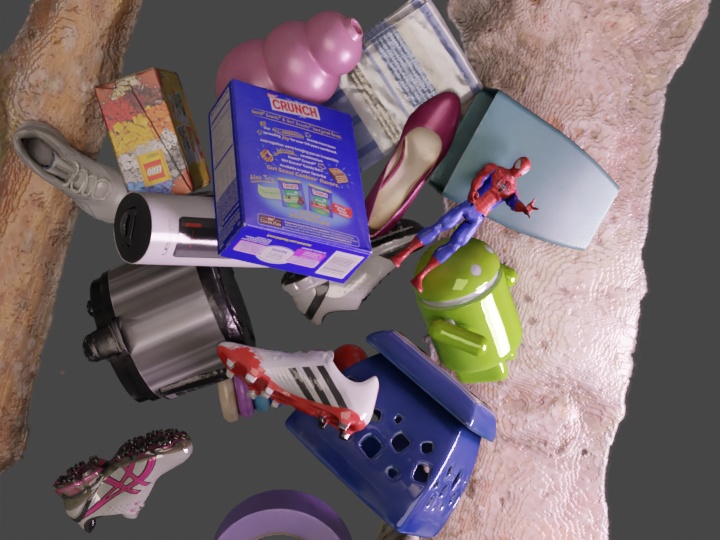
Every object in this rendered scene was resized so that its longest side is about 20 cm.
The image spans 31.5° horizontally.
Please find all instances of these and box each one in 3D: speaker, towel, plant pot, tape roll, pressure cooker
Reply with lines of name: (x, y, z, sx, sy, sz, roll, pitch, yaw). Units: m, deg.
speaker: (-0.182, -0.045, 1.465, 0.198, 0.081, 0.082, 2, 100, -44)
towel: (0.040, -0.238, 1.617, 0.199, 0.024, 0.148, -33, 97, 14)
plant pot: (0.209, -0.116, 1.591, 0.198, 0.141, 0.142, 29, 97, -9)
tape roll: (-0.104, 0.398, 1.680, 0.197, 0.085, 0.203, 0, 97, 1)
pressure cooker: (-0.245, 0.064, 1.576, 0.198, 0.180, 0.177, -22, 136, 2)
plant pot: (0.053, 0.196, 1.579, 0.199, 0.200, 0.180, 38, 89, 20)

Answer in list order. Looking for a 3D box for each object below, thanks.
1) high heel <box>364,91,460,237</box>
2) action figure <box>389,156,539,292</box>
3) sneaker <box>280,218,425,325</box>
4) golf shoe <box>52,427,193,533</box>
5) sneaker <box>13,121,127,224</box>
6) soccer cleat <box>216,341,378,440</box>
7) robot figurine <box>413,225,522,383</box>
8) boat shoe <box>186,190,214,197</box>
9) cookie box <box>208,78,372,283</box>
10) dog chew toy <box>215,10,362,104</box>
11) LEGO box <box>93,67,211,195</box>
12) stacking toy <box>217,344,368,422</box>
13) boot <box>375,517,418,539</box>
high heel: (0.061, -0.129, 1.584, 0.067, 0.096, 0.200, 37, 110, -11)
action figure: (0.129, -0.057, 1.478, 0.200, 0.099, 0.065, -44, 104, 1)
sneaker: (0.000, 0.000, 1.644, 0.198, 0.074, 0.081, -25, 111, 8)
golf shoe: (-0.299, 0.273, 1.674, 0.198, 0.073, 0.093, -25, 103, 13)
sneaker: (-0.358, -0.116, 1.612, 0.198, 0.087, 0.075, 30, 95, -5)
soccer cleat: (-0.072, 0.122, 1.493, 0.198, 0.069, 0.086, 25, 65, 9)
robot figurine: (0.134, 0.045, 1.603, 0.114, 0.176, 0.202, -5, 121, 29)
boat shoe: (-0.158, -0.064, 1.626, 0.197, 0.071, 0.073, 0, 98, 1)
cookie box: (-0.083, -0.102, 1.472, 0.169, 0.075, 0.202, 13, 54, -30)
dog chew toy: (-0.082, -0.246, 1.557, 0.199, 0.125, 0.125, -29, 97, 27)
LEGO box: (-0.248, -0.161, 1.549, 0.076, 0.200, 0.151, -17, 97, 1)
stacking toy: (-0.085, 0.139, 1.653, 0.197, 0.085, 0.087, -9, 97, -4)
boot: (0.038, 0.419, 1.646, 0.071, 0.155, 0.203, 11, 97, -1)
